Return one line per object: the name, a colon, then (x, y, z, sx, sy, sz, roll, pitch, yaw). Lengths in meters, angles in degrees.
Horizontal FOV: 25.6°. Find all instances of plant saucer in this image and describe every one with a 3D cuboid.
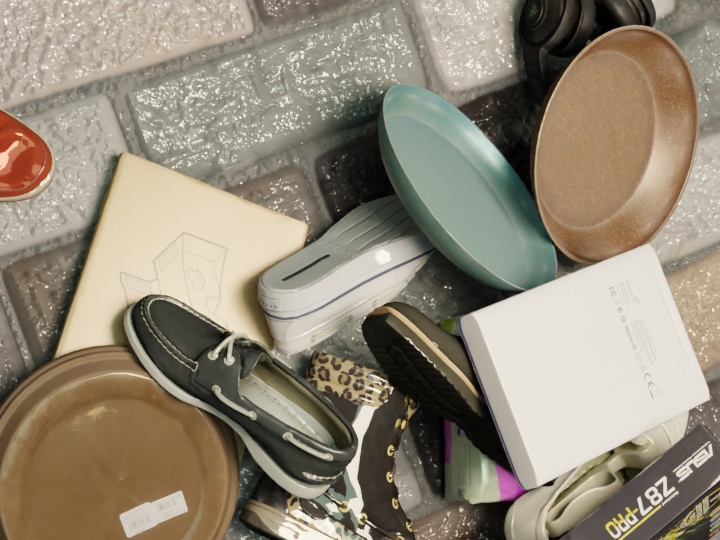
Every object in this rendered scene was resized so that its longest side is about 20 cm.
plant saucer: (0.205, -0.106, 1.322, 0.199, 0.036, 0.203, -15, 114, -36)
plant saucer: (-0.181, 0.156, 1.162, 0.198, 0.029, 0.203, -1, 94, -20)
plant saucer: (0.080, -0.060, 1.249, 0.200, 0.027, 0.201, 37, 30, -25)

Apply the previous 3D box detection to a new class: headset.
headset: (0.185, -0.222, 1.354, 0.122, 0.094, 0.203, -13, 105, -27)

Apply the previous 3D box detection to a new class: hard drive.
hard drive: (0.173, 0.069, 1.201, 0.199, 0.025, 0.133, -19, 87, -37)

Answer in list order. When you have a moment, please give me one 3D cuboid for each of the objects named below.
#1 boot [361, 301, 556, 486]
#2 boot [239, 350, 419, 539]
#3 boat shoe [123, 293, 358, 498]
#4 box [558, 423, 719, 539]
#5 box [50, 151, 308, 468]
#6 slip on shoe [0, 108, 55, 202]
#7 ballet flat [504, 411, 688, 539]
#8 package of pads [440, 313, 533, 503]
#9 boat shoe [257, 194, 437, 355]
boot: (0.103, 0.052, 1.214, 0.200, 0.077, 0.139, 42, 67, -26)
boot: (0.018, 0.163, 1.238, 0.198, 0.073, 0.152, 22, 77, -13)
boat shoe: (-0.084, 0.079, 1.159, 0.199, 0.060, 0.076, 38, 41, -2)
box: (0.218, 0.206, 1.228, 0.161, 0.200, 0.049, -36, 68, -3)
box: (-0.139, 0.032, 1.211, 0.162, 0.021, 0.202, 21, 77, -19)
slip on shoe: (-0.310, -0.109, 1.135, 0.199, 0.061, 0.075, 29, 73, -18)
ballet flat: (0.199, 0.158, 1.242, 0.199, 0.069, 0.070, -37, 99, -19)
package of pads: (0.163, 0.106, 1.302, 0.198, 0.068, 0.157, 0, 86, -22)
boat shoe: (0.000, 0.000, 1.254, 0.199, 0.073, 0.067, -26, 127, -29)
